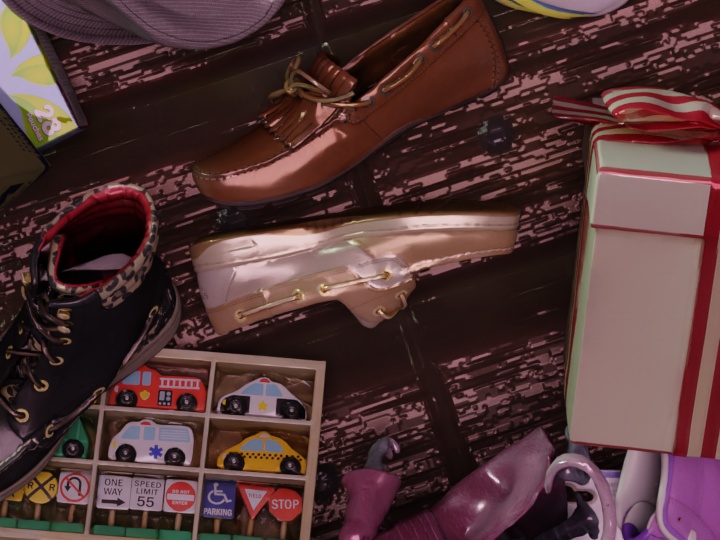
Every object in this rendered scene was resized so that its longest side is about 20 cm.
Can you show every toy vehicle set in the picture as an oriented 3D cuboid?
[{"bbox_3d":[-0.124,0.109,1.574,0.199,0.027,0.125,4,68,0],"label":"toy vehicle set"}]

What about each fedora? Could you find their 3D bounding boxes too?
[{"bbox_3d":[-0.110,-0.188,1.500,0.199,0.090,0.177,8,119,-40],"label":"fedora"}]

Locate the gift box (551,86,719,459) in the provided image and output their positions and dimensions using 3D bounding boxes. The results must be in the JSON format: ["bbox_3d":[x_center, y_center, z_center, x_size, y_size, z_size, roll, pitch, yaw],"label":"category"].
[{"bbox_3d":[0.196,-0.012,1.518,0.183,0.200,0.188,5,109,-4],"label":"gift box"}]

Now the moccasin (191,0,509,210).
[{"bbox_3d":[-0.010,-0.102,1.554,0.201,0.074,0.078,-26,118,3],"label":"moccasin"}]

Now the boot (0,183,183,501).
[{"bbox_3d":[-0.186,0.043,1.500,0.203,0.154,0.073,-42,74,-18],"label":"boot"}]

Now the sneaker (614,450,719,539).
[{"bbox_3d":[0.200,0.180,1.558,0.114,0.073,0.202,-7,84,-38],"label":"sneaker"}]

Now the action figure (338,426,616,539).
[{"bbox_3d":[0.045,0.171,1.512,0.199,0.149,0.135,-20,104,-7],"label":"action figure"}]

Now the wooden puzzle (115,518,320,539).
[{"bbox_3d":[-0.077,0.243,1.607,0.199,0.037,0.186,18,93,-5],"label":"wooden puzzle"}]

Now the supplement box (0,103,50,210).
[{"bbox_3d":[-0.293,-0.088,1.434,0.134,0.200,0.200,-38,93,4],"label":"supplement box"}]

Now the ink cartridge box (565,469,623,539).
[{"bbox_3d":[0.123,0.216,1.599,0.099,0.039,0.201,2,95,2],"label":"ink cartridge box"}]

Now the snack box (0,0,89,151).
[{"bbox_3d":[-0.279,-0.138,1.565,0.168,0.068,0.201,-25,94,2],"label":"snack box"}]

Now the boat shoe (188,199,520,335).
[{"bbox_3d":[0.000,0.000,1.573,0.199,0.074,0.070,-7,96,10],"label":"boat shoe"}]

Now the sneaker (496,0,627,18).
[{"bbox_3d":[0.072,-0.203,1.540,0.199,0.105,0.076,21,94,-1],"label":"sneaker"}]
